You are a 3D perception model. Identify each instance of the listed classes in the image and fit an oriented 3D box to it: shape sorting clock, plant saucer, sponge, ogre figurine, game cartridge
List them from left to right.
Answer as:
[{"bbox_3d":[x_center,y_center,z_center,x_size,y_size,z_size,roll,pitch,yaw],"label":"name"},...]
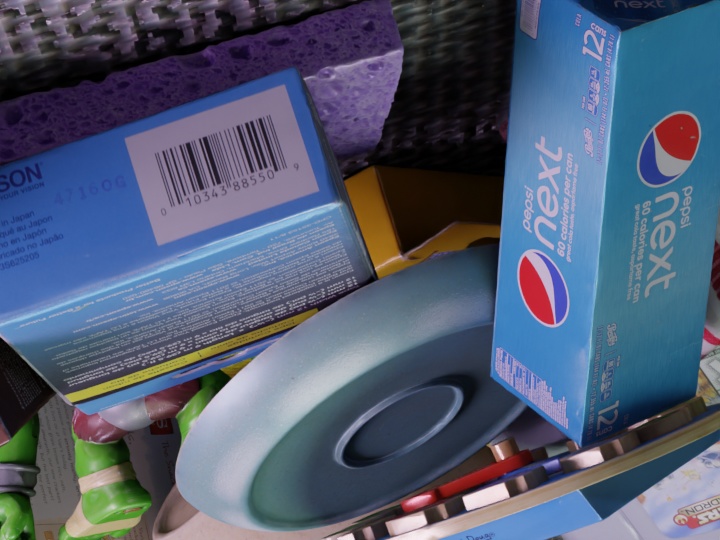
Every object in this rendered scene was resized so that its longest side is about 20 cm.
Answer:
[{"bbox_3d":[-0.102,0.051,1.395,0.200,0.120,0.098,-26,164,30],"label":"ogre figurine"},{"bbox_3d":[-0.084,-0.054,1.219,0.200,0.030,0.112,-15,165,-10],"label":"sponge"},{"bbox_3d":[0.013,0.059,1.325,0.200,0.027,0.200,-26,156,-13],"label":"plant saucer"},{"bbox_3d":[0.071,0.093,1.327,0.200,0.039,0.200,-22,-178,1],"label":"shape sorting clock"},{"bbox_3d":[0.163,0.070,1.421,0.200,0.133,0.042,-23,-153,27],"label":"game cartridge"}]

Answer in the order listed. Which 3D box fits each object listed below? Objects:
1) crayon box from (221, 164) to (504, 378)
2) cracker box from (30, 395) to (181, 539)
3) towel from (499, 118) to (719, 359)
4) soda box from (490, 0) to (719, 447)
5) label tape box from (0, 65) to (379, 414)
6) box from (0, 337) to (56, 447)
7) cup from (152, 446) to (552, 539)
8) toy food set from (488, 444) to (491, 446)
[{"bbox_3d":[0.000,0.000,1.463,0.200,0.051,0.127,-27,163,32],"label":"crayon box"},{"bbox_3d":[-0.168,0.118,1.522,0.058,0.134,0.200,-24,164,37],"label":"cracker box"},{"bbox_3d":[0.133,-0.043,1.287,0.023,0.144,0.200,-28,170,-24],"label":"towel"},{"bbox_3d":[0.103,-0.032,1.226,0.068,0.064,0.200,-21,131,-31],"label":"soda box"},{"bbox_3d":[-0.072,-0.007,1.223,0.143,0.066,0.200,-20,168,1],"label":"label tape box"},{"bbox_3d":[-0.186,0.047,1.243,0.100,0.075,0.200,-28,-177,6],"label":"box"},{"bbox_3d":[-0.020,0.142,1.511,0.200,0.143,0.200,-47,-167,14],"label":"cup"},{"bbox_3d":[0.010,0.095,1.813,0.198,0.049,0.200,-29,162,36],"label":"toy food set"}]
